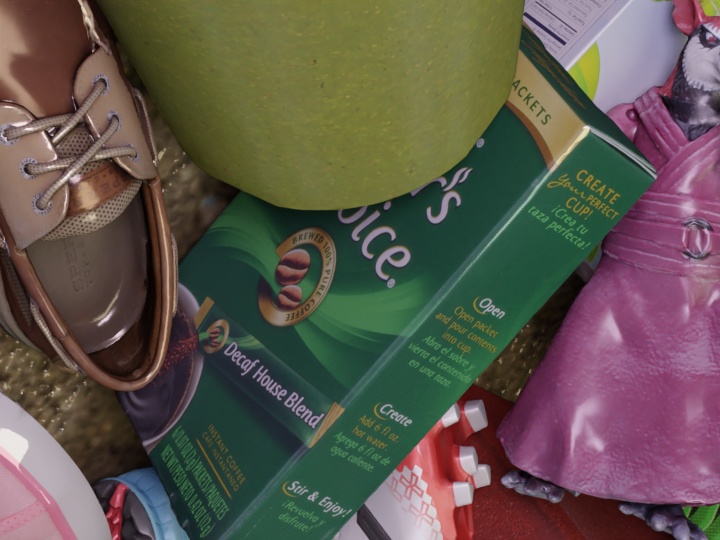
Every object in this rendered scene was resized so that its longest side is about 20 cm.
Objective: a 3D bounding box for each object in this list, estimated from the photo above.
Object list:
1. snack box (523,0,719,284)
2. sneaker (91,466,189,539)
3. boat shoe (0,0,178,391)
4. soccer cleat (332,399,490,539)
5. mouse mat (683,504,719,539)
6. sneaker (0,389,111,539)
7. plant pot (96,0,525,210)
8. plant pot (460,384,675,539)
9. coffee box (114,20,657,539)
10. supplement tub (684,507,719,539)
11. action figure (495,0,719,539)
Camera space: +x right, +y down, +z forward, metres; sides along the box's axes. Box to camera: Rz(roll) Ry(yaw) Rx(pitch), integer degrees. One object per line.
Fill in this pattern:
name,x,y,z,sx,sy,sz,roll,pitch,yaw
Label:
snack box,0.130,-0.057,1.059,0.142,0.053,0.200,-46,137,0
sneaker,-0.058,0.161,1.042,0.095,0.079,0.201,-18,129,-32
boat shoe,-0.097,-0.043,0.870,0.075,0.072,0.201,-32,134,-18
soccer cleat,0.010,0.105,1.018,0.085,0.202,0.069,-13,172,14
mouse mat,0.195,0.058,1.010,0.200,0.161,0.008,-47,174,37
sneaker,-0.142,0.120,0.913,0.105,0.075,0.201,-47,156,-28
plant pot,-0.019,-0.120,0.815,0.199,0.200,0.191,-33,146,-16
plant pot,0.082,0.193,1.107,0.199,0.176,0.201,26,101,-46
coffee box,0.000,0.000,0.926,0.044,0.123,0.200,31,107,-40
supplement tub,0.232,0.070,1.128,0.200,0.145,0.146,-28,139,-56
action figure,0.123,-0.005,0.978,0.149,0.133,0.202,13,89,-77
